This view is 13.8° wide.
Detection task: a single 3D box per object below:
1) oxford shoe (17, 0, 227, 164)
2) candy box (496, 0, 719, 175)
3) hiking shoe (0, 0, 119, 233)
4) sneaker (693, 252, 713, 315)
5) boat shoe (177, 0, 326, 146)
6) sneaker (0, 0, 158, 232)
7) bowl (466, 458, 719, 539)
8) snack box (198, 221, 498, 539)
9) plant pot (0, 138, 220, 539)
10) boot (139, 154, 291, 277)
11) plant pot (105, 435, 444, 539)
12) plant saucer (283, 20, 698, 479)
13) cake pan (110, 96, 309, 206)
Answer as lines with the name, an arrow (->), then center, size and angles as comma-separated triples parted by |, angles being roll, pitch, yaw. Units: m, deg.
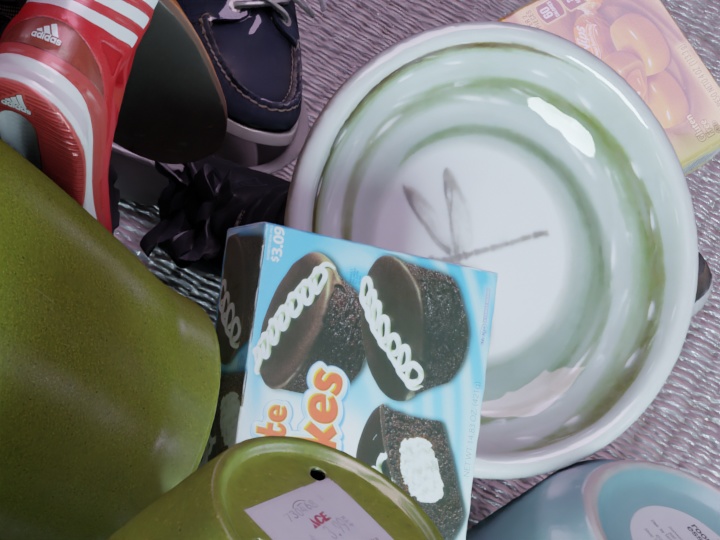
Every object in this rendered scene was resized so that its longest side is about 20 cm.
oxford shoe -> -0.117, -0.131, 1.306 | 0.200, 0.071, 0.071 | 55, 25, -32
candy box -> 0.087, -0.069, 1.546 | 0.200, 0.055, 0.116 | -30, 81, -24
hiking shoe -> -0.163, -0.086, 1.344 | 0.100, 0.076, 0.201 | -5, 90, -45
sneaker -> 0.113, -0.034, 1.609 | 0.199, 0.082, 0.077 | 20, 31, -19
boat shoe -> -0.063, -0.141, 1.553 | 0.075, 0.062, 0.200 | 19, 32, -24
sneaker -> -0.116, -0.065, 1.259 | 0.078, 0.200, 0.116 | 26, 64, 2
bowl -> 0.123, 0.159, 1.303 | 0.200, 0.105, 0.201 | 23, 32, -15
snack box -> -0.011, 0.089, 1.224 | 0.116, 0.201, 0.037 | 12, -9, -30
plant pot -> -0.166, 0.034, 1.165 | 0.193, 0.200, 0.201 | 29, 27, -30
boot -> 0.000, 0.001, 1.411 | 0.198, 0.074, 0.162 | 22, -3, -21
plant pot -> -0.051, 0.161, 1.041 | 0.187, 0.200, 0.187 | 23, 30, -14
plant saucer -> 0.052, -0.008, 1.315 | 0.200, 0.201, 0.050 | 19, -11, -21
cake pan -> -0.123, -0.100, 1.537 | 0.200, 0.037, 0.200 | 23, 30, -14
